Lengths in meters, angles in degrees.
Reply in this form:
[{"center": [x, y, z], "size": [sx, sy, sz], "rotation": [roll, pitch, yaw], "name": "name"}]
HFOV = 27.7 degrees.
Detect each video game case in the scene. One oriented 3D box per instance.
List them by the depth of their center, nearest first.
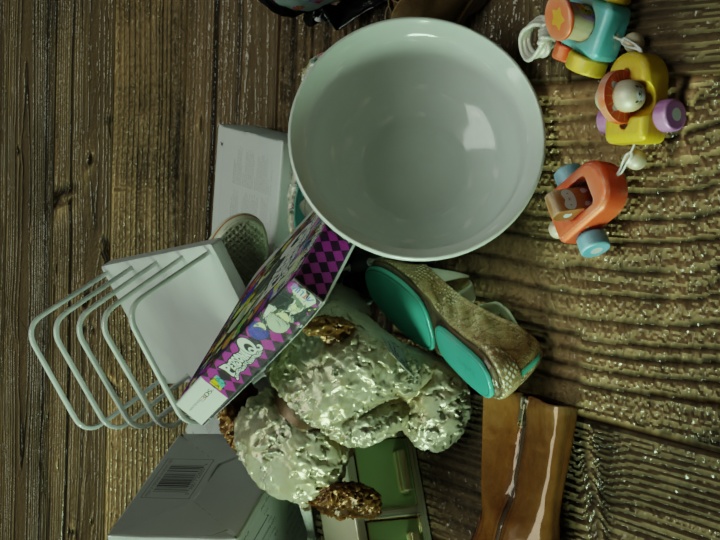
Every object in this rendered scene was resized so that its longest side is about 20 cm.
[{"center": [-0.062, 0.014, 1.221], "size": [0.181, 0.036, 0.200], "rotation": [-46, 10, 36], "name": "video game case"}]

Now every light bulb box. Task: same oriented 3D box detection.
[{"center": [-0.129, 0.284, 1.363], "size": [0.198, 0.124, 0.201], "rotation": [-57, -37, -65], "name": "light bulb box"}]

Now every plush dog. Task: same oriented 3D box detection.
[{"center": [-0.034, 0.116, 1.225], "size": [0.200, 0.160, 0.172], "rotation": [36, 101, 26], "name": "plush dog"}]

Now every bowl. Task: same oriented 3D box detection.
[{"center": [0.044, -0.092, 1.165], "size": [0.090, 0.200, 0.202], "rotation": [84, 176, -74], "name": "bowl"}]

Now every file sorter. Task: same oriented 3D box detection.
[{"center": [-0.199, 0.070, 1.383], "size": [0.200, 0.124, 0.139], "rotation": [-9, 112, 49], "name": "file sorter"}]

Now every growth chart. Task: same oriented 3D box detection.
[{"center": [-0.053, 0.155, 1.375], "size": [0.145, 0.018, 0.201], "rotation": [82, -179, -53], "name": "growth chart"}]

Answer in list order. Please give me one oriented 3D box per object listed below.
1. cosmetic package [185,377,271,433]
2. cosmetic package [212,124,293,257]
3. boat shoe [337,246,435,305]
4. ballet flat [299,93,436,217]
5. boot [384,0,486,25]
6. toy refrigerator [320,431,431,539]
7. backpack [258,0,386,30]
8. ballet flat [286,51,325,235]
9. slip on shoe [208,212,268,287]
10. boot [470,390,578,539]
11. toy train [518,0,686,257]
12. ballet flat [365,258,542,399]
[{"center": [-0.117, 0.185, 1.548], "size": [0.200, 0.051, 0.151], "rotation": [60, 137, 42], "name": "cosmetic package"}, {"center": [-0.101, -0.042, 1.502], "size": [0.151, 0.051, 0.201], "rotation": [21, 109, 56], "name": "cosmetic package"}, {"center": [0.000, 0.000, 1.319], "size": [0.200, 0.075, 0.061], "rotation": [-38, 52, 55], "name": "boat shoe"}, {"center": [0.022, -0.087, 1.287], "size": [0.200, 0.067, 0.064], "rotation": [-38, 78, 41], "name": "ballet flat"}, {"center": [0.045, -0.210, 1.236], "size": [0.200, 0.075, 0.074], "rotation": [-60, 41, 41], "name": "boot"}, {"center": [0.018, 0.242, 1.289], "size": [0.070, 0.076, 0.201], "rotation": [-36, 59, 55], "name": "toy refrigerator"}, {"center": [-0.024, -0.309, 1.308], "size": [0.200, 0.126, 0.168], "rotation": [6, 92, 57], "name": "backpack"}, {"center": [-0.032, -0.109, 1.393], "size": [0.064, 0.075, 0.201], "rotation": [-169, 87, -80], "name": "ballet flat"}, {"center": [-0.144, 0.012, 1.450], "size": [0.200, 0.074, 0.061], "rotation": [114, 144, -44], "name": "slip on shoe"}, {"center": [0.095, 0.192, 1.161], "size": [0.188, 0.068, 0.201], "rotation": [1, 90, 61], "name": "boot"}, {"center": [0.154, -0.120, 1.055], "size": [0.150, 0.055, 0.201], "rotation": [-39, 57, 47], "name": "toy train"}, {"center": [0.079, 0.039, 1.192], "size": [0.200, 0.065, 0.071], "rotation": [42, 151, 46], "name": "ballet flat"}]
